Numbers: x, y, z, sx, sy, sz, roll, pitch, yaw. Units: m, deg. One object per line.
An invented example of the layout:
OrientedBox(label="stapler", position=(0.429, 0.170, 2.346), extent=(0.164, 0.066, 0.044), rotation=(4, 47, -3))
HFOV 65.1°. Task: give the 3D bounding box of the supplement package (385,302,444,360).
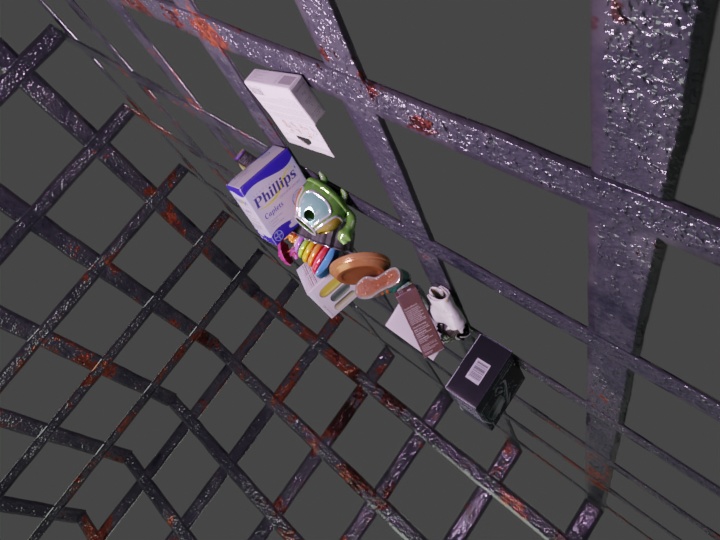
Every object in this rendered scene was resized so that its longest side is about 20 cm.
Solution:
OrientedBox(label="supplement package", position=(0.196, 0.194, 1.910), extent=(0.197, 0.121, 0.121), rotation=(34, 179, 7))

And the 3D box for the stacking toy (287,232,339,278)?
OrientedBox(label="stacking toy", position=(-0.169, -0.073, 1.778), extent=(0.197, 0.118, 0.110), rotation=(34, 177, 8))

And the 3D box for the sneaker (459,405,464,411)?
OrientedBox(label="sneaker", position=(0.550, 0.663, 2.833), extent=(0.089, 0.075, 0.199), rotation=(54, 161, -11))

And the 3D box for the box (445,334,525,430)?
OrientedBox(label="box", position=(0.380, 0.338, 1.701), extent=(0.123, 0.202, 0.197), rotation=(28, 166, 38))

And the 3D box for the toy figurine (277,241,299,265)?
OrientedBox(label="toy figurine", position=(-0.216, -0.100, 2.039), extent=(0.198, 0.186, 0.150), rotation=(25, 163, 50))

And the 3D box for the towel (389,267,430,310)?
OrientedBox(label="towel", position=(0.143, 0.051, 1.845), extent=(0.198, 0.024, 0.148), rotation=(33, 166, 37))

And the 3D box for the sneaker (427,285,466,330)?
OrientedBox(label="sneaker", position=(0.229, 0.089, 1.615), extent=(0.117, 0.073, 0.200), rotation=(59, 171, -14))

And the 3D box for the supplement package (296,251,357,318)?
OrientedBox(label="supplement package", position=(-0.085, 0.017, 1.912), extent=(0.152, 0.199, 0.152), rotation=(46, -174, -38))

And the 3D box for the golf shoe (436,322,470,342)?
OrientedBox(label="golf shoe", position=(0.295, 0.192, 1.744), extent=(0.092, 0.080, 0.200), rotation=(20, 172, 22))

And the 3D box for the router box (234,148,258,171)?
OrientedBox(label="router box", position=(-0.332, -0.310, 1.945), extent=(0.156, 0.053, 0.201), rotation=(35, 168, 26))

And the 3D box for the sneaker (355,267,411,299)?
OrientedBox(label="sneaker", position=(0.071, 0.046, 1.739), extent=(0.197, 0.074, 0.079), rotation=(-20, 158, 40))

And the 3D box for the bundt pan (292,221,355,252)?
OrientedBox(label="bundt pan", position=(-0.101, -0.124, 1.692), extent=(0.196, 0.078, 0.202), rotation=(18, -170, -3))

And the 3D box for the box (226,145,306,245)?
OrientedBox(label="box", position=(-0.243, -0.213, 1.596), extent=(0.104, 0.184, 0.202), rotation=(24, 152, 54))

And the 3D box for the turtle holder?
OrientedBox(label="turtle holder", position=(-0.098, -0.158, 1.532), extent=(0.185, 0.133, 0.140), rotation=(44, 168, -22))

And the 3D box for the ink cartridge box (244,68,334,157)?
OrientedBox(label="ink cartridge box", position=(-0.139, -0.335, 1.190), extent=(0.198, 0.045, 0.177), rotation=(30, 164, 47))

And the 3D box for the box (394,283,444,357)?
OrientedBox(label="box", position=(0.176, 0.149, 1.694), extent=(0.100, 0.073, 0.205), rotation=(-79, -35, -85))

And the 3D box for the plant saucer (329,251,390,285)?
OrientedBox(label="plant saucer", position=(0.000, 0.000, 1.750), extent=(0.193, 0.039, 0.201), rotation=(-5, 159, -2))
